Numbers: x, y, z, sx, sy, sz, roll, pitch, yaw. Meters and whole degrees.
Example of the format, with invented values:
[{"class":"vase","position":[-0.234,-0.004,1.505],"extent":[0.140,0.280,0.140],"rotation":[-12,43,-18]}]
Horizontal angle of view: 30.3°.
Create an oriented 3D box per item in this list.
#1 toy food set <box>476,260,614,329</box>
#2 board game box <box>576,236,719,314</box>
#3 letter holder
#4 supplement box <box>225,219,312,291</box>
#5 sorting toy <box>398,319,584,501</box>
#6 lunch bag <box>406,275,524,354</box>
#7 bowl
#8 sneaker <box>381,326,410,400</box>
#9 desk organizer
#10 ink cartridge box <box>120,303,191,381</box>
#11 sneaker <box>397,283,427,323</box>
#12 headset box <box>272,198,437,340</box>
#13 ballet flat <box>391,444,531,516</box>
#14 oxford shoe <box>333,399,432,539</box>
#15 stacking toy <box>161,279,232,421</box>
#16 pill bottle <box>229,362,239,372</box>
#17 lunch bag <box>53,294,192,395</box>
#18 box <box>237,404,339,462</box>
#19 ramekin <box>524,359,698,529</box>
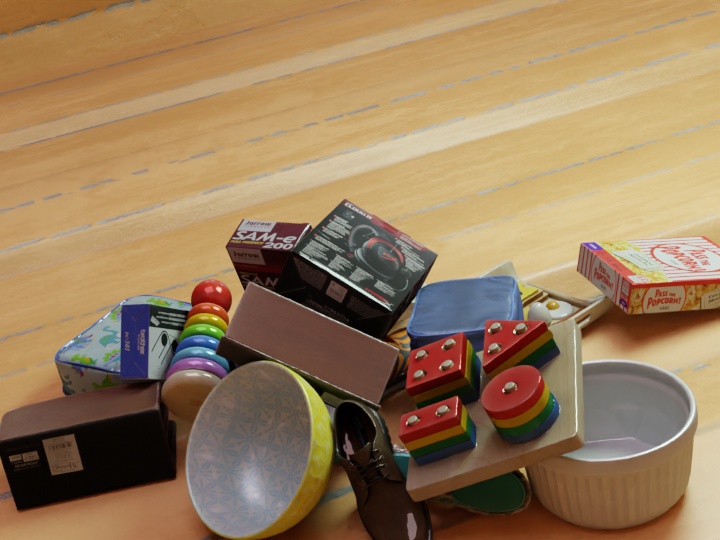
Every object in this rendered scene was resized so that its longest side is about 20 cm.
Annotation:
[{"class":"toy food set","position":[0.228,0.042,1.820],"extent":[0.143,0.061,0.199],"rotation":[-29,32,-32]},{"class":"board game box","position":[0.415,0.005,1.795],"extent":[0.199,0.047,0.152],"rotation":[-3,23,-19]},{"class":"letter holder","position":[-0.337,0.201,1.664],"extent":[0.199,0.101,0.142],"rotation":[-11,24,-2]},{"class":"supplement box","position":[-0.096,0.026,1.803],"extent":[0.108,0.201,0.061],"rotation":[4,44,27]},{"class":"sorting toy","position":[0.136,0.131,1.440],"extent":[0.198,0.070,0.200],"rotation":[-22,28,21]},{"class":"lunch bag","position":[0.136,0.104,1.648],"extent":[0.135,0.133,0.200],"rotation":[-5,21,14]},{"class":"bowl","position":[-0.094,0.214,1.515],"extent":[0.199,0.201,0.107],"rotation":[18,-6,44]},{"class":"sneaker","position":[0.021,0.101,1.717],"extent":[0.077,0.113,0.200],"rotation":[8,31,31]},{"class":"desk organizer","position":[-0.061,0.095,1.553],"extent":[0.199,0.072,0.077],"rotation":[25,67,-3]},{"class":"ink cartridge box","position":[-0.243,0.098,1.732],"extent":[0.044,0.095,0.200],"rotation":[-2,-7,20]},{"class":"sneaker","position":[0.011,0.053,1.785],"extent":[0.199,0.081,0.076],"rotation":[-6,34,-30]},{"class":"headset box","position":[0.000,0.000,1.684],"extent":[0.148,0.075,0.200],"rotation":[31,32,6]},{"class":"ballet flat","position":[0.102,0.229,1.491],"extent":[0.199,0.076,0.064],"rotation":[8,0,23]},{"class":"oxford shoe","position":[0.014,0.228,1.437],"extent":[0.072,0.084,0.201],"rotation":[-32,59,5]},{"class":"stacking toy","position":[-0.195,0.091,1.683],"extent":[0.085,0.086,0.201],"rotation":[-5,43,10]},{"class":"pill bottle","position":[-0.109,0.109,1.687],"extent":[0.106,0.107,0.200],"rotation":[-18,6,-16]},{"class":"lunch bag","position":[-0.316,0.112,1.852],"extent":[0.160,0.083,0.200],"rotation":[8,32,31]},{"class":"box","position":[-0.083,0.201,1.626],"extent":[0.199,0.049,0.082],"rotation":[-8,26,4]},{"class":"ramekin","position":[0.269,0.192,1.454],"extent":[0.199,0.106,0.200],"rotation":[-8,27,4]}]
